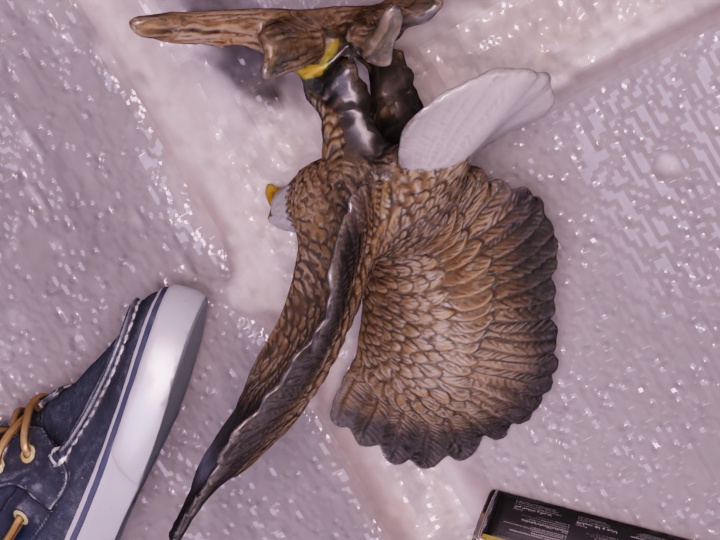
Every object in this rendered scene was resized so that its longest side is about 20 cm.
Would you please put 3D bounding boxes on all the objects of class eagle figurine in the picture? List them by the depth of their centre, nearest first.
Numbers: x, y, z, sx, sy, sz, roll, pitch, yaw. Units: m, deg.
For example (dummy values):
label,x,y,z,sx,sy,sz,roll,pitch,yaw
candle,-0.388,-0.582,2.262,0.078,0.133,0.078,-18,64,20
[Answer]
label,x,y,z,sx,sy,sz,roll,pitch,yaw
eagle figurine,-0.001,-0.001,0.926,0.150,0.151,0.202,-2,99,4

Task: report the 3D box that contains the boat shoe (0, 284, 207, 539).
label,x,y,z,sx,sy,sz,roll,pitch,yaw
boat shoe,-0.134,0.079,1.012,0.090,0.071,0.201,25,116,-1

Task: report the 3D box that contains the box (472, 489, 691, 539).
label,x,y,z,sx,sy,sz,roll,pitch,yaw
box,0.129,0.191,1.002,0.199,0.049,0.161,14,114,8
